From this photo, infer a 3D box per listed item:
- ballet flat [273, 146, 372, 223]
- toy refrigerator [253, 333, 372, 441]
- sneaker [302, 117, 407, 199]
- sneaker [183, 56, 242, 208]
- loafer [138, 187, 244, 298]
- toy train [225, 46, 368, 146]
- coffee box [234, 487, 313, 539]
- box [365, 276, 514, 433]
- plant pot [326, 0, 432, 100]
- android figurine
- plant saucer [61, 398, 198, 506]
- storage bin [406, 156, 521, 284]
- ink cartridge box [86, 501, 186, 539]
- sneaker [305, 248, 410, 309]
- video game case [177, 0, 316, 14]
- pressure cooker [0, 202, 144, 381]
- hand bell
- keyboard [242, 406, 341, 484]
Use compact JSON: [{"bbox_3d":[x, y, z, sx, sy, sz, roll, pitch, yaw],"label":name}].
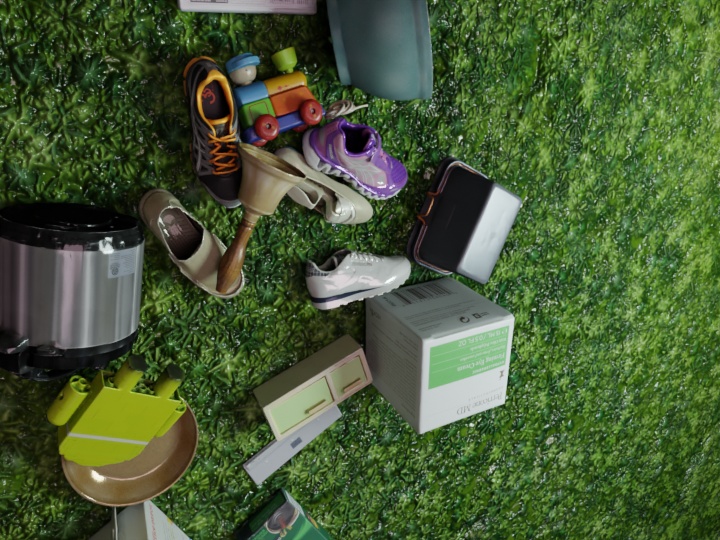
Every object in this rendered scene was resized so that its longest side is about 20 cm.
[{"bbox_3d":[-0.060,-0.113,0.859,0.196,0.069,0.071,30,92,-28],"label":"ballet flat"},{"bbox_3d":[-0.080,0.202,0.956,0.196,0.070,0.078,-28,118,-18],"label":"toy refrigerator"},{"bbox_3d":[0.008,-0.176,0.848,0.196,0.087,0.083,17,58,-37],"label":"sneaker"},{"bbox_3d":[-0.198,-0.183,0.756,0.076,0.077,0.207,-20,117,-22],"label":"sneaker"},{"bbox_3d":[-0.239,-0.027,0.791,0.076,0.068,0.201,-45,122,-7],"label":"loafer"},{"bbox_3d":[-0.091,-0.265,0.792,0.195,0.084,0.120,-24,104,-19],"label":"toy train"},{"bbox_3d":[-0.135,0.522,1.050,0.122,0.044,0.203,-39,121,-12],"label":"coffee box"},{"bbox_3d":[0.132,0.139,0.975,0.193,0.199,0.178,-10,114,-26],"label":"box"},{"bbox_3d":[0.023,-0.337,0.775,0.129,0.202,0.207,-9,114,4],"label":"plant pot"},{"bbox_3d":[-0.335,0.201,0.762,0.201,0.041,0.180,-49,139,15],"label":"android figurine"},{"bbox_3d":[-0.351,0.263,0.847,0.194,0.035,0.208,-9,110,-26],"label":"plant saucer"},{"bbox_3d":[0.183,-0.083,0.966,0.142,0.134,0.206,20,96,-32],"label":"storage bin"},{"bbox_3d":[-0.346,0.477,0.869,0.124,0.128,0.203,-36,119,-12],"label":"ink cartridge box"},{"bbox_3d":[0.000,0.000,0.934,0.194,0.076,0.084,-17,105,-24],"label":"sneaker"},{"bbox_3d":[-0.152,-0.444,0.725,0.193,0.024,0.189,-10,111,-25],"label":"video game case"},{"bbox_3d":[-0.361,0.031,0.679,0.170,0.177,0.208,0,106,-31],"label":"pressure cooker"},{"bbox_3d":[-0.159,-0.060,0.771,0.101,0.104,0.205,16,106,-31],"label":"hand bell"},{"bbox_3d":[-0.122,0.310,1.007,0.197,0.011,0.057,-37,125,-13],"label":"keyboard"}]
